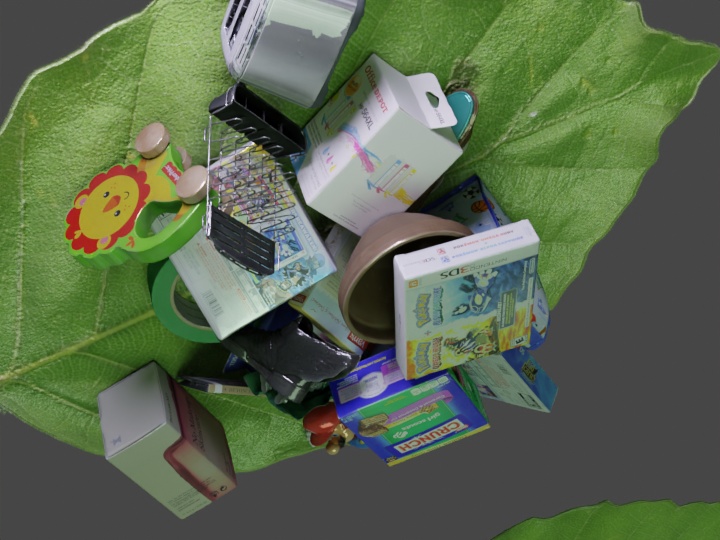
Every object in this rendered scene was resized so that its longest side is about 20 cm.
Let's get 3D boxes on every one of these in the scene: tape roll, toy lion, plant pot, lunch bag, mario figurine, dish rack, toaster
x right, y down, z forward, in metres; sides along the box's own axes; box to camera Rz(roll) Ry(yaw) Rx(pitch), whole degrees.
[{"bbox_3d":[-0.194,0.013,1.740,0.198,0.048,0.202,-11,133,-11],"label":"tape roll"},{"bbox_3d":[-0.274,-0.073,1.537,0.192,0.200,0.069,-45,135,-3],"label":"toy lion"},{"bbox_3d":[0.055,-0.006,1.607,0.198,0.093,0.202,-16,140,-14],"label":"plant pot"},{"bbox_3d":[0.181,0.001,1.758,0.123,0.201,0.170,-33,134,12],"label":"lunch bag"},{"bbox_3d":[-0.011,0.271,2.000,0.198,0.107,0.124,21,123,-35],"label":"mario figurine"},{"bbox_3d":[-0.127,-0.100,1.489,0.054,0.203,0.153,-14,154,31],"label":"dish rack"},{"bbox_3d":[-0.080,-0.293,1.459,0.128,0.114,0.201,11,128,-25],"label":"toaster"}]

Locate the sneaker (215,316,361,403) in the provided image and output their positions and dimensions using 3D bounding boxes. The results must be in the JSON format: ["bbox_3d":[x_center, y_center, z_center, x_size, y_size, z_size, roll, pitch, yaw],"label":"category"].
[{"bbox_3d":[-0.101,0.100,1.694,0.105,0.199,0.060,-56,154,8],"label":"sneaker"}]

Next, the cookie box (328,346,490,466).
[{"bbox_3d":[0.072,0.186,1.774,0.169,0.076,0.200,-23,146,12],"label":"cookie box"}]

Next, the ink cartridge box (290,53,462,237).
[{"bbox_3d":[0.024,-0.164,1.602,0.125,0.129,0.200,28,116,-37],"label":"ink cartridge box"}]

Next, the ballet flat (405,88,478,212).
[{"bbox_3d":[0.104,-0.154,1.684,0.072,0.068,0.201,6,122,-55],"label":"ballet flat"}]

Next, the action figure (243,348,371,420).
[{"bbox_3d":[-0.056,0.148,1.798,0.199,0.118,0.055,-16,133,-45],"label":"action figure"}]

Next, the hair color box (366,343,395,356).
[{"bbox_3d":[0.060,0.098,1.898,0.101,0.062,0.201,17,124,-32],"label":"hair color box"}]

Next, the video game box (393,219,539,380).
[{"bbox_3d":[0.132,0.040,1.588,0.180,0.047,0.201,-14,138,-9],"label":"video game box"}]

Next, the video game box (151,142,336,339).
[{"bbox_3d":[-0.155,-0.043,1.626,0.181,0.047,0.202,-29,102,6],"label":"video game box"}]

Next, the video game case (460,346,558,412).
[{"bbox_3d":[0.169,0.130,1.815,0.200,0.179,0.046,47,61,-49],"label":"video game case"}]

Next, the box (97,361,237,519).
[{"bbox_3d":[-0.287,0.255,1.869,0.108,0.129,0.200,-30,134,8],"label":"box"}]

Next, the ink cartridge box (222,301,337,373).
[{"bbox_3d":[-0.079,0.078,1.801,0.198,0.043,0.198,-9,139,-42],"label":"ink cartridge box"}]

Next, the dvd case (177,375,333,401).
[{"bbox_3d":[-0.155,0.174,1.849,0.197,0.148,0.016,7,87,-25],"label":"dvd case"}]

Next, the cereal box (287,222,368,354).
[{"bbox_3d":[0.000,0.000,1.735,0.144,0.039,0.201,43,75,-42],"label":"cereal box"}]
